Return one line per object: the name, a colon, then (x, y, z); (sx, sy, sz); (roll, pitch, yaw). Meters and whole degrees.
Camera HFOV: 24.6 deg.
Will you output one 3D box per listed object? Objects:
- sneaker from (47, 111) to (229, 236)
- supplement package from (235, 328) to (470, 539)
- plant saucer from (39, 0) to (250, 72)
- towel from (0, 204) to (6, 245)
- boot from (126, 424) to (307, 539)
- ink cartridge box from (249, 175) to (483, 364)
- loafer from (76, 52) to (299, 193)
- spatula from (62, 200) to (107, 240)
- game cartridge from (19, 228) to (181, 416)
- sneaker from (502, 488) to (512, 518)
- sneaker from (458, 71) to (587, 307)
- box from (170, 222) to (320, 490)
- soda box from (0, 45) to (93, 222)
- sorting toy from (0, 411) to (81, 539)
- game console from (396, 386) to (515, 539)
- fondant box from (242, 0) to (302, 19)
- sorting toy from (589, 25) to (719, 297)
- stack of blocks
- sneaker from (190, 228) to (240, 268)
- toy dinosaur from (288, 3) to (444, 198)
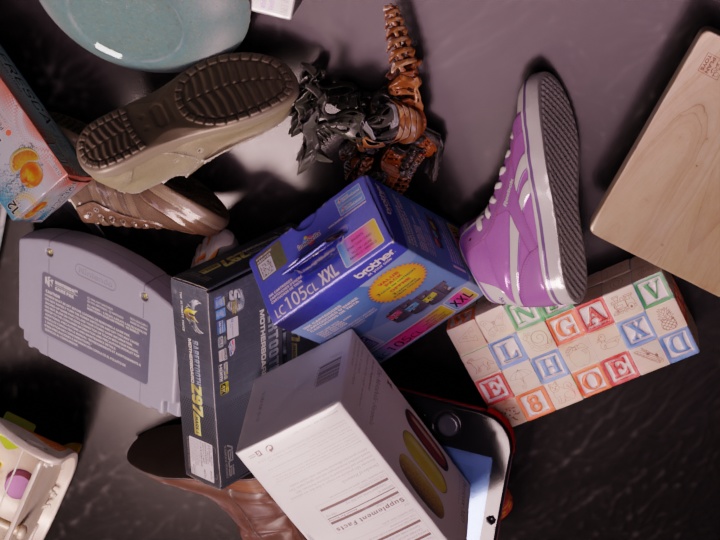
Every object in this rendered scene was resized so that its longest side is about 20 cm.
sneaker: (-0.215, -0.070, 1.498); (0.199, 0.070, 0.076); (29, 107, 6)
supplement package: (-0.001, 0.174, 1.441); (0.109, 0.114, 0.200); (-27, 115, 21)
plant saucer: (-0.193, -0.224, 1.391); (0.199, 0.039, 0.202); (11, 146, 8)
towel: (-0.416, -0.060, 1.539); (0.170, 0.048, 0.201); (18, 118, 2)
boot: (-0.123, 0.247, 1.631); (0.185, 0.064, 0.201); (10, 140, 36)
ink cartridge box: (0.000, 0.000, 1.434); (0.136, 0.077, 0.200); (-35, 147, 20)
loafer: (-0.146, -0.125, 1.429); (0.199, 0.076, 0.068); (-20, 154, -1)
spatula: (-0.251, -0.037, 1.542); (0.200, 0.021, 0.056); (49, 132, -8)
game cartridge: (-0.234, 0.040, 1.524); (0.199, 0.041, 0.134); (23, 118, 28)
sneaker: (0.053, 0.236, 1.606); (0.198, 0.073, 0.077); (-9, 132, 17)
sneaker: (0.130, -0.068, 1.441); (0.114, 0.072, 0.202); (-3, 89, 35)
box: (-0.094, 0.076, 1.499); (0.051, 0.157, 0.202); (17, 119, 35)
soda box: (-0.321, -0.139, 1.445); (0.068, 0.064, 0.201); (-37, 82, 10)
sorting toy: (-0.385, 0.199, 1.631); (0.179, 0.107, 0.201); (29, 115, 3)
game console: (0.047, 0.208, 1.536); (0.175, 0.031, 0.202); (12, 107, 10)
fondant box: (-0.135, -0.307, 1.390); (0.198, 0.058, 0.145); (15, 115, 3)
sorting toy: (0.329, -0.085, 1.415); (0.198, 0.070, 0.201); (26, 114, -4)
stack of blocks: (0.192, 0.052, 1.500); (0.199, 0.059, 0.116); (-23, 108, 17)
sneaker: (-0.133, 0.050, 1.541); (0.077, 0.078, 0.201); (13, 123, -3)
toy dinosaur: (0.010, -0.131, 1.445); (0.135, 0.102, 0.202); (3, 97, -10)
